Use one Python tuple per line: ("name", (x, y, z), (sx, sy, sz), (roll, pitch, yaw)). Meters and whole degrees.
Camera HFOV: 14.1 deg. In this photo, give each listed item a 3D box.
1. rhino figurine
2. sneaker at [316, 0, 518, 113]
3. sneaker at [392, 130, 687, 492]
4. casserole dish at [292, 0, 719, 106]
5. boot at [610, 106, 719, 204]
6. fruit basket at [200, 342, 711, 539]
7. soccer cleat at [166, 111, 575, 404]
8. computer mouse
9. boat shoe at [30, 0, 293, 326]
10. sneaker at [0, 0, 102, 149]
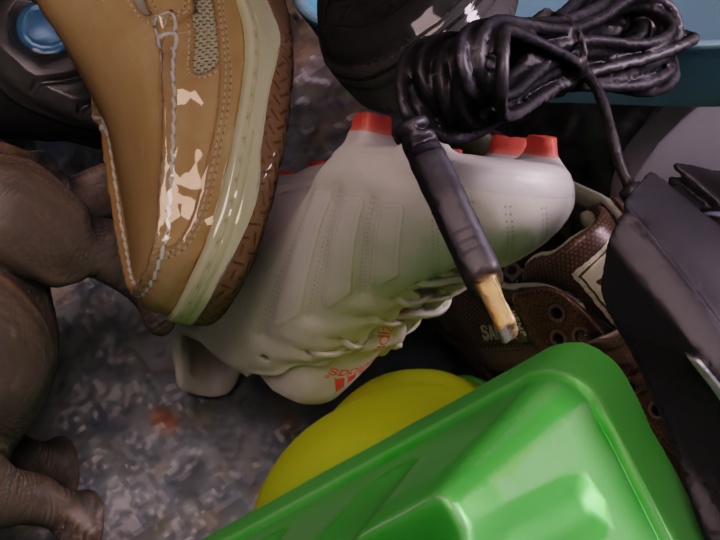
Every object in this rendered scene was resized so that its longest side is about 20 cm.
("rhino figurine", (-0.121, 0.055, 0.868), (0.087, 0.060, 0.201), (21, 87, -25))
("sneaker", (-0.010, -0.129, 0.829), (0.060, 0.104, 0.200), (-31, 27, 16))
("sneaker", (0.077, 0.025, 0.871), (0.200, 0.076, 0.070), (38, 72, 23))
("casserole dish", (0.073, -0.094, 0.885), (0.199, 0.039, 0.121), (4, 44, 22))
("boot", (0.156, -0.083, 0.934), (0.199, 0.074, 0.096), (-33, 35, 1))
("fruit basket", (0.014, 0.108, 0.804), (0.215, 0.216, 0.156), (-26, 84, -7))
("soccer cleat", (0.000, 0.000, 0.847), (0.069, 0.200, 0.078), (8, 83, -28))
("computer mouse", (0.085, 0.013, 0.740), (0.046, 0.140, 0.201), (-29, 78, 37))
("boat shoe", (-0.066, -0.074, 0.858), (0.076, 0.072, 0.201), (16, 48, -22))
("sneaker", (-0.124, -0.077, 0.943), (0.199, 0.082, 0.073), (17, 63, 7))
